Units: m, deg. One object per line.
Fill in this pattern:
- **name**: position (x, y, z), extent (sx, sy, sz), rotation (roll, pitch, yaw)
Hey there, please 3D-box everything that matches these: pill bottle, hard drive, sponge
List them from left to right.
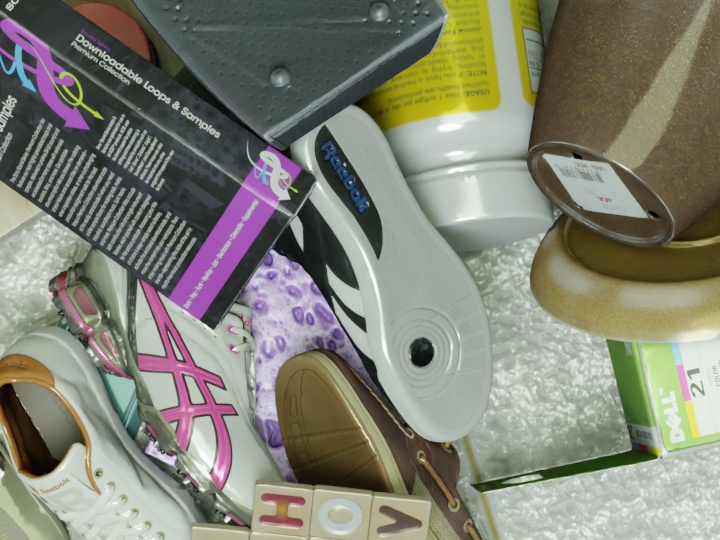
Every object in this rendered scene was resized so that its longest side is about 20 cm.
- **hard drive**: position (-0.054, -0.159, 1.568), extent (0.135, 0.042, 0.200), rotation (-34, 59, -10)
- **sponge**: position (-0.035, 0.040, 1.700), extent (0.111, 0.030, 0.201), rotation (25, 88, 0)
- **pill bottle**: position (0.051, -0.117, 1.656), extent (0.113, 0.114, 0.201), rotation (-7, 80, -1)

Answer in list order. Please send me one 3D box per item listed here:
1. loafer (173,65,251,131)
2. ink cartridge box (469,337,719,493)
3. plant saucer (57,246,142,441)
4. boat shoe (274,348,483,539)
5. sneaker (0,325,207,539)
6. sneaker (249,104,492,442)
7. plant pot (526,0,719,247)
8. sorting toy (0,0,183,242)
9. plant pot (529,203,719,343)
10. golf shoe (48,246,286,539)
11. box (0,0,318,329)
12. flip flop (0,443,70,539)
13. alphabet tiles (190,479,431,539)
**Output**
- **loafer**: position (-0.057, -0.109, 1.644), extent (0.200, 0.070, 0.075), rotation (-43, 66, 21)
- **ink cartridge box**: position (0.155, 0.070, 1.642), extent (0.199, 0.148, 0.076), rotation (-13, 88, -1)
- **plant saucer**: position (-0.132, 0.008, 1.707), extent (0.070, 0.019, 0.201), rotation (23, 86, 0)
- **boat shoe**: position (0.023, 0.124, 1.671), extent (0.201, 0.072, 0.072), rotation (57, 46, -8)
- **sneaker**: position (-0.154, 0.133, 1.655), extent (0.073, 0.085, 0.201), rotation (-32, 97, 23)
- **sneaker**: position (0.000, 0.000, 1.610), extent (0.073, 0.112, 0.201), rotation (-29, 102, -26)
- **plant pot**: position (0.178, -0.120, 1.605), extent (0.186, 0.187, 0.201), rotation (32, 69, 1)
- **sorting toy**: position (-0.216, -0.136, 1.678), extent (0.198, 0.070, 0.201), rotation (-32, 83, -2)
- **plant pot**: position (0.191, -0.020, 1.627), extent (0.199, 0.200, 0.028), rotation (-14, 116, -1)
- **golf shoe**: position (-0.090, 0.061, 1.646), extent (0.092, 0.073, 0.200), rotation (-36, 83, 0)
- **box**: position (-0.133, -0.064, 1.572), extent (0.199, 0.143, 0.036), rotation (34, 57, -3)
- **flip flop**: position (-0.248, 0.116, 1.680), extent (0.081, 0.058, 0.200), rotation (-44, 89, -2)
- **alphabet tiles**: position (-0.018, 0.206, 1.648), extent (0.166, 0.008, 0.201), rotation (6, 122, 0)
